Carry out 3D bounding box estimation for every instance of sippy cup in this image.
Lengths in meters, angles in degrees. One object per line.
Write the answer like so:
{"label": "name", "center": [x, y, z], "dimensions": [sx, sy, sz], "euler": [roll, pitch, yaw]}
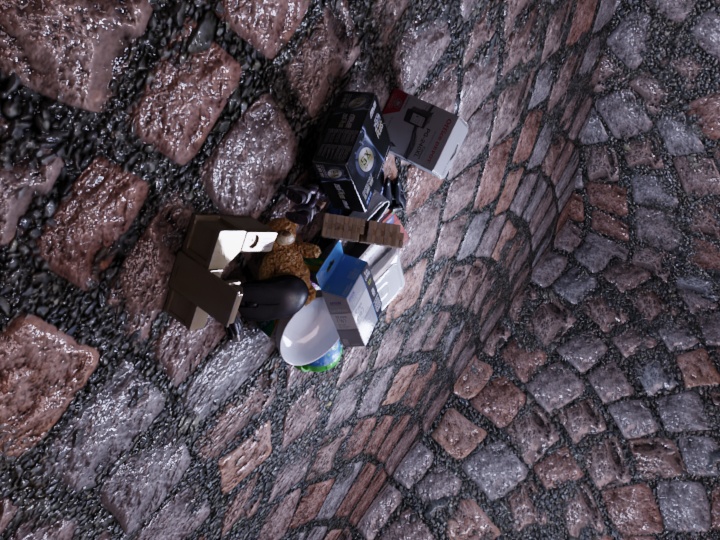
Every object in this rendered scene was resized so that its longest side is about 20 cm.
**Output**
{"label": "sippy cup", "center": [-0.114, 0.170, 1.703], "dimensions": [0.135, 0.180, 0.133], "euler": [-3, 131, -7]}

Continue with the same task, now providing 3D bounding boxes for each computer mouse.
{"label": "computer mouse", "center": [-0.202, 0.071, 1.376], "dimensions": [0.195, 0.053, 0.142], "euler": [-12, 111, -9]}

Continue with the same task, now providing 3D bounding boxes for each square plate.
{"label": "square plate", "center": [0.045, 0.056, 1.687], "dimensions": [0.198, 0.028, 0.201], "euler": [-45, 153, -14]}

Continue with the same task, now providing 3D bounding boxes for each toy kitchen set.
{"label": "toy kitchen set", "center": [-0.245, 0.019, 1.270], "dimensions": [0.179, 0.161, 0.204], "euler": [-5, 121, -60]}

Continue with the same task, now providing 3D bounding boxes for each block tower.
{"label": "block tower", "center": [0.003, -0.093, 1.537], "dimensions": [0.058, 0.194, 0.056], "euler": [180, -82, -76]}

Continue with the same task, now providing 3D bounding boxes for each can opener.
{"label": "can opener", "center": [0.087, -0.210, 1.766], "dimensions": [0.200, 0.062, 0.081], "euler": [49, 29, -77]}

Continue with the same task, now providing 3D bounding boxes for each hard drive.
{"label": "hard drive", "center": [0.000, 0.000, 1.630], "dimensions": [0.201, 0.038, 0.140], "euler": [-48, 149, -6]}

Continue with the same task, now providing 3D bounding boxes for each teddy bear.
{"label": "teddy bear", "center": [-0.156, -0.012, 1.415], "dimensions": [0.067, 0.141, 0.206], "euler": [-133, -133, -76]}

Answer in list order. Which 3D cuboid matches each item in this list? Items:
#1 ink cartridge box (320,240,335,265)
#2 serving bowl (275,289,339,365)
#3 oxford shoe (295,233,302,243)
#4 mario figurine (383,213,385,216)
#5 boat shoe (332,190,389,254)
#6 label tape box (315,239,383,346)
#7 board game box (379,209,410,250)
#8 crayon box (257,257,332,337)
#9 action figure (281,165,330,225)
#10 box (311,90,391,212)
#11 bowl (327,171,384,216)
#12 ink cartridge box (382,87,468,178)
{"label": "ink cartridge box", "center": [-0.090, 0.016, 1.718], "dimensions": [0.198, 0.050, 0.164], "euler": [-34, 147, -18]}
{"label": "serving bowl", "center": [-0.124, 0.125, 1.548], "dimensions": [0.197, 0.066, 0.204], "euler": [-26, 137, -27]}
{"label": "oxford shoe", "center": [-0.193, 0.007, 1.492], "dimensions": [0.203, 0.070, 0.074], "euler": [-61, 180, -3]}
{"label": "mario figurine", "center": [0.050, -0.055, 1.759], "dimensions": [0.123, 0.103, 0.206], "euler": [17, 77, -79]}
{"label": "boat shoe", "center": [0.004, -0.105, 1.631], "dimensions": [0.202, 0.068, 0.072], "euler": [-55, 155, -12]}
{"label": "label tape box", "center": [-0.021, 0.051, 1.502], "dimensions": [0.144, 0.064, 0.204], "euler": [-59, 138, -49]}
{"label": "board game box", "center": [0.037, -0.052, 1.699], "dimensions": [0.200, 0.019, 0.104], "euler": [-44, 124, -10]}
{"label": "crayon box", "center": [-0.156, 0.064, 1.576], "dimensions": [0.117, 0.058, 0.204], "euler": [8, 110, -53]}
{"label": "action figure", "center": [-0.105, -0.173, 1.454], "dimensions": [0.200, 0.068, 0.133], "euler": [-46, 148, -60]}
{"label": "box", "center": [-0.014, -0.261, 1.436], "dimensions": [0.165, 0.084, 0.204], "euler": [64, 41, -54]}
{"label": "bowl", "center": [-0.006, -0.193, 1.649], "dimensions": [0.200, 0.039, 0.204], "euler": [-43, 149, -34]}
{"label": "ink cartridge box", "center": [0.145, -0.336, 1.600], "dimensions": [0.148, 0.197, 0.083], "euler": [-63, 154, 6]}
